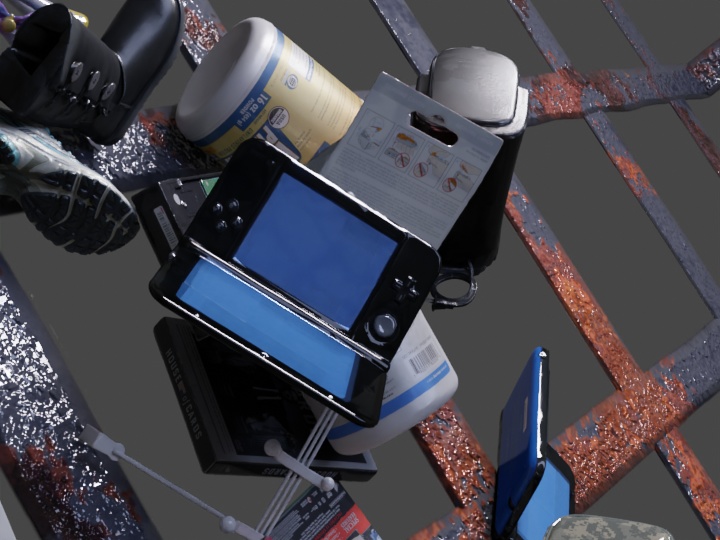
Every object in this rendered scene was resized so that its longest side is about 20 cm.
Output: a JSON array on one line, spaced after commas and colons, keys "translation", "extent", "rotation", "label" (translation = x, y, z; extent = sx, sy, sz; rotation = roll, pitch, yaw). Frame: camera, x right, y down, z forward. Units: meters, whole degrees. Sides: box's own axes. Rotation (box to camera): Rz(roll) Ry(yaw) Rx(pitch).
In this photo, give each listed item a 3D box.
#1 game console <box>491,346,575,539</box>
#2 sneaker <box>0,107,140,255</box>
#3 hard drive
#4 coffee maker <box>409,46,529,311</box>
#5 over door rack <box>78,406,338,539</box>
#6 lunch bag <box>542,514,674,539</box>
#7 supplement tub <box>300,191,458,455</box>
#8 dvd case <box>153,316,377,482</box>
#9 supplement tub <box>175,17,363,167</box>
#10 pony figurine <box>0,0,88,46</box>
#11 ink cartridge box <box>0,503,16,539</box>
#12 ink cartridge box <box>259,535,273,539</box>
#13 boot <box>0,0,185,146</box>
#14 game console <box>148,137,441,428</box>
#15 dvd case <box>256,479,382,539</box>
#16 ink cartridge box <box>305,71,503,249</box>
[{"translation": [0.209, 0.216, 1.414], "extent": [0.117, 0.172, 0.201], "rotation": [18, 37, -5], "label": "game console"}, {"translation": [-0.267, -0.091, 1.106], "extent": [0.199, 0.077, 0.087], "rotation": [35, 28, -32], "label": "sneaker"}, {"translation": [-0.128, -0.019, 1.204], "extent": [0.141, 0.038, 0.200], "rotation": [65, 19, -1], "label": "hard drive"}, {"translation": [0.111, -0.100, 1.367], "extent": [0.133, 0.201, 0.193], "rotation": [-10, 51, -12], "label": "coffee maker"}, {"translation": [-0.099, 0.123, 1.034], "extent": [0.199, 0.067, 0.149], "rotation": [35, 77, -17], "label": "over door rack"}, {"translation": [0.232, 0.358, 1.270], "extent": [0.200, 0.138, 0.169], "rotation": [-54, 146, -58], "label": "lunch bag"}, {"translation": [-0.013, 0.048, 1.158], "extent": [0.201, 0.131, 0.132], "rotation": [60, 30, -2], "label": "supplement tub"}, {"translation": [-0.083, 0.118, 1.176], "extent": [0.199, 0.025, 0.151], "rotation": [12, 43, -46], "label": "dvd case"}, {"translation": [-0.076, -0.148, 1.357], "extent": [0.199, 0.144, 0.145], "rotation": [37, 34, -25], "label": "supplement tub"}, {"translation": [-0.327, -0.250, 1.137], "extent": [0.200, 0.166, 0.194], "rotation": [41, 21, -47], "label": "pony figurine"}, {"translation": [-0.323, 0.143, 0.779], "extent": [0.199, 0.084, 0.145], "rotation": [-3, 61, -56], "label": "ink cartridge box"}, {"translation": [-0.046, 0.323, 0.976], "extent": [0.200, 0.083, 0.145], "rotation": [46, 31, -12], "label": "ink cartridge box"}, {"translation": [-0.230, -0.197, 1.128], "extent": [0.065, 0.166, 0.200], "rotation": [23, 1, 14], "label": "boot"}, {"translation": [-0.042, 0.003, 1.024], "extent": [0.199, 0.116, 0.177], "rotation": [32, 76, -6], "label": "game console"}, {"translation": [-0.004, 0.286, 1.134], "extent": [0.201, 0.022, 0.146], "rotation": [53, 30, 1], "label": "dvd case"}, {"translation": [0.021, -0.078, 1.256], "extent": [0.159, 0.201, 0.047], "rotation": [24, 15, -31], "label": "ink cartridge box"}]
